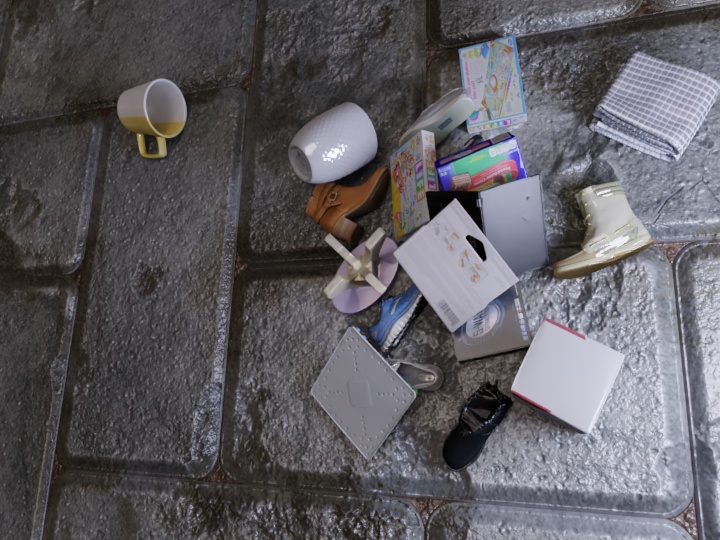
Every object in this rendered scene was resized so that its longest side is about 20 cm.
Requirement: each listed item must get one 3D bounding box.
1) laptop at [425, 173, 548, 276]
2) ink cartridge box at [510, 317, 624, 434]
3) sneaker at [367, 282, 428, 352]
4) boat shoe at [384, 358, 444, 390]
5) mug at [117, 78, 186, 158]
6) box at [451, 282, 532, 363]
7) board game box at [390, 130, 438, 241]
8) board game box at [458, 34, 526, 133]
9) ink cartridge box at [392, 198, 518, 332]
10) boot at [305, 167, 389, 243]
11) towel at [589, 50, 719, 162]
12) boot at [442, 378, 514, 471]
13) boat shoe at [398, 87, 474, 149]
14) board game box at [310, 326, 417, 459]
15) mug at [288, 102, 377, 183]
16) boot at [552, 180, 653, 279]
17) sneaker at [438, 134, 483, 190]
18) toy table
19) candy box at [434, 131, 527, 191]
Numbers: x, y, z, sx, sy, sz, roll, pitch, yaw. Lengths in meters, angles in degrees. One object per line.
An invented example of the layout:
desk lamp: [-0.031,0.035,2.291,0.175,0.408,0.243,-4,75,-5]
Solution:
laptop: [0.253,-0.083,1.135,0.197,0.115,0.191,7,118,43]
ink cartridge box: [0.369,0.197,1.029,0.143,0.200,0.147,26,83,22]
sneaker: [0.084,0.073,1.224,0.089,0.078,0.201,37,91,21]
boat shoe: [0.074,0.218,1.195,0.195,0.069,0.073,-5,75,18]
mug: [-0.588,-0.423,1.552,0.150,0.149,0.191,5,71,28]
box: [0.259,0.076,1.180,0.157,0.043,0.205,-13,73,15]
board game box: [0.118,-0.183,1.249,0.134,0.034,0.205,-28,60,58]
board game box: [0.300,-0.425,1.296,0.131,0.034,0.205,-8,74,17]
ink cartridge box: [0.188,-0.010,1.124,0.176,0.045,0.201,-40,83,25]
boot: [-0.033,-0.180,1.332,0.153,0.074,0.202,32,86,26]
towel: [0.590,-0.336,1.146,0.198,0.086,0.167,33,88,23]
boot: [0.214,0.298,1.076,0.073,0.162,0.199,41,92,24]
boat shoe: [0.171,-0.343,1.301,0.199,0.070,0.073,-32,39,26]
board game box: [0.004,0.255,1.193,0.200,0.026,0.202,44,118,23]
mug: [-0.081,-0.272,1.313,0.174,0.200,0.149,-34,90,-28]
boot: [0.457,-0.081,1.136,0.196,0.072,0.158,-22,71,7]
sneaker: [0.228,-0.196,1.253,0.087,0.074,0.202,36,101,13]
toy table: [0.000,0.000,1.251,0.182,0.117,0.202,30,87,23]
candy box: [0.261,-0.153,1.166,0.166,0.077,0.203,-20,110,13]
